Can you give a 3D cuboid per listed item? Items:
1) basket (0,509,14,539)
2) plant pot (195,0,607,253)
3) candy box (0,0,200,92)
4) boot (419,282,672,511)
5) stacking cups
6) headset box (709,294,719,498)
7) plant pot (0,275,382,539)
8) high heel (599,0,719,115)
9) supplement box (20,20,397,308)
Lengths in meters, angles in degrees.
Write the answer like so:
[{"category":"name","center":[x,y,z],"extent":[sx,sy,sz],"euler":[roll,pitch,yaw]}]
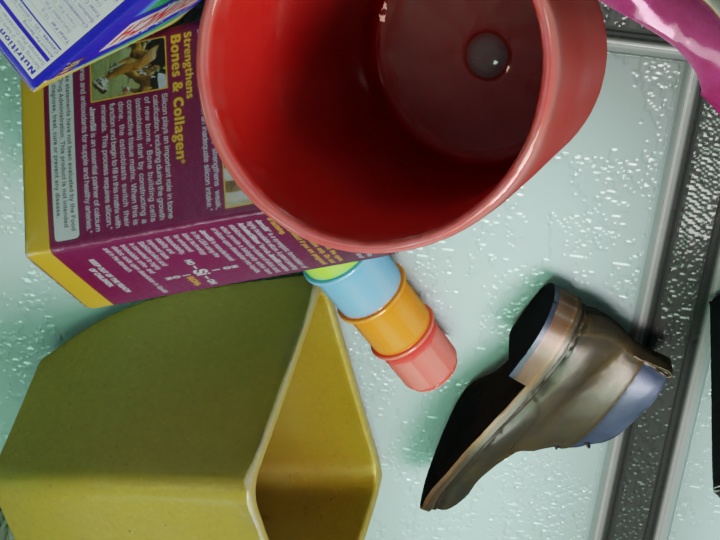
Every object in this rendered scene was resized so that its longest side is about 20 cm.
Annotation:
[{"category":"basket","center":[-0.238,0.258,2.014],"extent":[0.123,0.200,0.136],"euler":[-8,131,20]},{"category":"plant pot","center":[0.039,-0.114,1.579],"extent":[0.200,0.177,0.201],"euler":[3,97,23]},{"category":"candy box","center":[-0.096,-0.196,1.594],"extent":[0.200,0.169,0.077],"euler":[-35,91,34]},{"category":"boot","center":[0.116,0.103,1.911],"extent":[0.097,0.075,0.200],"euler":[25,129,-12]},{"category":"stacking cups","center":[0.000,0.000,1.843],"extent":[0.060,0.061,0.200],"euler":[-23,128,25]},{"category":"headset box","center":[0.299,0.109,1.826],"extent":[0.093,0.174,0.200],"euler":[-27,125,27]},{"category":"plant pot","center":[-0.118,0.133,1.898],"extent":[0.199,0.196,0.195],"euler":[1,133,18]},{"category":"high heel","center":[0.163,-0.140,1.682],"extent":[0.096,0.067,0.200],"euler":[-22,123,16]},{"category":"supplement box","center":[-0.089,-0.067,1.725],"extent":[0.199,0.131,0.103],"euler":[-9,158,16]}]
